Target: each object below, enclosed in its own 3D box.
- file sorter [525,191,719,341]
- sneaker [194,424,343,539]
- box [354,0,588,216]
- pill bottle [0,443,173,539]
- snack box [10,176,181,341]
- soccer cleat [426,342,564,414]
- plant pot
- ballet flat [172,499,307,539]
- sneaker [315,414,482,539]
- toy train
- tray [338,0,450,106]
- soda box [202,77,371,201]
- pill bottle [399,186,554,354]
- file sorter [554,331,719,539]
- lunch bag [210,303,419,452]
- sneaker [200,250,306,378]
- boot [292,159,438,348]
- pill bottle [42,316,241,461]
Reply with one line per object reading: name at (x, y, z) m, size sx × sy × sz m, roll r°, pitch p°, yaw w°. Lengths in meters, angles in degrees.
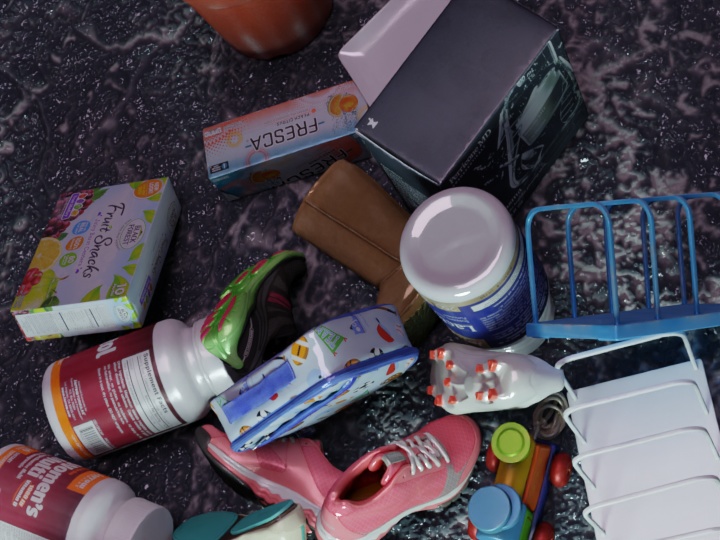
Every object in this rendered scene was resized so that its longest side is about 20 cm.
file sorter at (0.269, -0.007, 1.445) m, size 0.138 × 0.198 × 0.125 m, roll -1°, pitch 94°, yaw 61°
sneaker at (-0.080, 0.204, 1.604) m, size 0.199 × 0.074 × 0.087 m, roll 30°, pitch 70°, yaw 20°
box at (0.119, -0.153, 1.597) m, size 0.123 × 0.197 × 0.201 m, roll 34°, pitch 83°, yaw 28°
pill bottle at (-0.302, 0.260, 1.626) m, size 0.198 × 0.110 × 0.111 m, roll 15°, pitch 74°, yaw 24°
snack box at (-0.289, -0.014, 1.722) m, size 0.140 × 0.053 × 0.201 m, roll -7°, pitch 41°, yaw 15°
soccer cleat at (0.126, 0.108, 1.509) m, size 0.077 × 0.200 × 0.070 m, roll 4°, pitch 88°, yaw -21°
plant pot at (-0.129, -0.351, 1.765) m, size 0.198 × 0.195 × 0.203 m, roll -7°, pitch 66°, yaw 16°
ballet flat at (-0.119, 0.277, 1.562) m, size 0.199 × 0.069 × 0.070 m, roll -18°, pitch 58°, yaw 49°
sneaker at (0.044, 0.198, 1.512) m, size 0.199 × 0.087 × 0.074 m, roll -33°, pitch 61°, yaw -23°
toy train at (0.155, 0.172, 1.497) m, size 0.084 × 0.116 × 0.202 m, roll 10°, pitch 73°, yaw 21°
tray at (0.070, -0.265, 1.670) m, size 0.200 × 0.022 × 0.108 m, roll -43°, pitch 54°, yaw 16°
soda box at (-0.073, -0.145, 1.737) m, size 0.198 × 0.064 × 0.069 m, roll -16°, pitch 64°, yaw 13°
pill bottle at (0.122, 0.010, 1.526) m, size 0.114 × 0.200 × 0.117 m, roll -9°, pitch 64°, yaw 19°
file sorter at (0.268, 0.177, 1.452) m, size 0.137 × 0.125 × 0.202 m, roll -15°, pitch 65°, yaw 13°
lunch bag at (-0.050, 0.110, 1.526) m, size 0.200 × 0.159 × 0.076 m, roll -38°, pitch 77°, yaw 40°
sneaker at (-0.104, 0.047, 1.636) m, size 0.076 × 0.084 × 0.200 m, roll -27°, pitch 18°, yaw 34°
boot at (0.000, 0.000, 1.657) m, size 0.199 × 0.066 × 0.175 m, roll 36°, pitch 80°, yaw 30°
pill bottle at (-0.228, 0.120, 1.656) m, size 0.198 × 0.113 × 0.114 m, roll -20°, pitch 63°, yaw 10°
